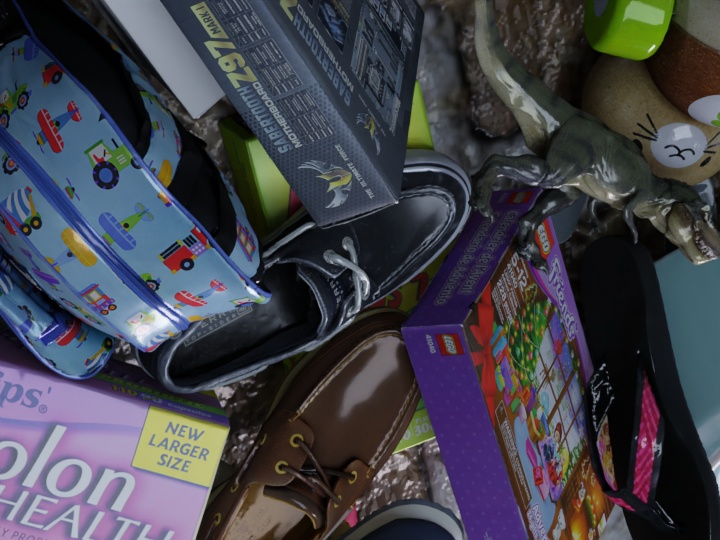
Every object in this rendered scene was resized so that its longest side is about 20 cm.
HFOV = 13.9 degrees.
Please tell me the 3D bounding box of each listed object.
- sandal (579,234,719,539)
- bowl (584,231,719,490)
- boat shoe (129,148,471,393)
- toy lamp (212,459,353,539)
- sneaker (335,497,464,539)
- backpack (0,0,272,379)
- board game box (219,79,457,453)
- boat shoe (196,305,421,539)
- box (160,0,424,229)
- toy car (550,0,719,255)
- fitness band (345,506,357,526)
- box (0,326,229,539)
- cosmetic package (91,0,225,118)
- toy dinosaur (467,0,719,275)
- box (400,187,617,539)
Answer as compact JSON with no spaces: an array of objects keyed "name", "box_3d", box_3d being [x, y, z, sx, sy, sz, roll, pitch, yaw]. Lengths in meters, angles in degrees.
[{"name":"sandal","box_3d":[0.147,0.081,1.616,0.045,0.075,0.201,-12,87,-37]},{"name":"bowl","box_3d":[0.232,0.074,1.675,0.200,0.105,0.201,-10,143,-8]},{"name":"boat shoe","box_3d":[-0.024,0.004,1.525,0.199,0.068,0.072,-26,114,-12]},{"name":"toy lamp","box_3d":[-0.036,0.135,1.632,0.200,0.058,0.058,29,100,-17]},{"name":"sneaker","box_3d":[-0.021,0.208,1.598,0.070,0.082,0.200,31,121,-19]},{"name":"backpack","box_3d":[-0.138,-0.034,1.444,0.134,0.200,0.183,-41,124,-1]},{"name":"board game box","box_3d":[0.000,0.000,1.598,0.101,0.048,0.201,-20,113,-14]},{"name":"boat shoe","box_3d":[-0.028,0.110,1.560,0.072,0.068,0.200,36,98,-18]},{"name":"box","box_3d":[-0.039,-0.144,1.462,0.051,0.158,0.200,-20,127,23]},{"name":"toy car","box_3d":[0.172,-0.086,1.601,0.164,0.158,0.201,12,121,-16]},{"name":"fitness band","box_3d":[0.054,0.143,1.718,0.143,0.037,0.200,-33,122,-3]},{"name":"box","box_3d":[-0.182,0.139,1.526,0.175,0.097,0.201,17,97,-12]},{"name":"cosmetic package","box_3d":[-0.129,-0.172,1.452,0.051,0.083,0.200,-38,124,-2]},{"name":"toy dinosaur","box_3d":[0.100,-0.052,1.532,0.200,0.047,0.088,40,88,-27]},{"name":"box","box_3d":[0.087,0.075,1.606,0.039,0.137,0.201,-3,122,26]}]
